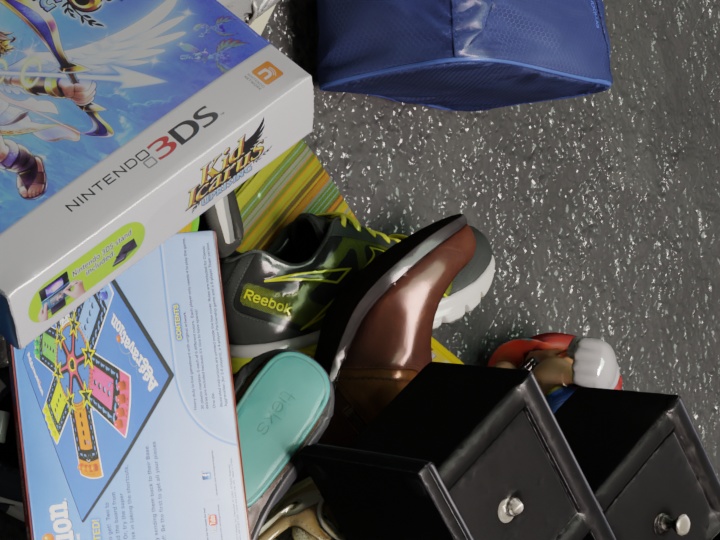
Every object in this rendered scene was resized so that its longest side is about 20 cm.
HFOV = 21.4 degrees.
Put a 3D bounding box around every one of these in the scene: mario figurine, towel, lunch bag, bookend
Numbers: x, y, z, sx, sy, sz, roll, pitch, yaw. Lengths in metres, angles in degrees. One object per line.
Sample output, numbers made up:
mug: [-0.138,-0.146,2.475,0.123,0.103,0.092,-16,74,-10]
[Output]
mario figurine: [0.113,0.096,1.198,0.106,0.123,0.200,59,6,-21]
towel: [-0.018,0.016,1.164,0.086,0.018,0.200,-51,122,-29]
lunch bag: [0.058,-0.176,1.163,0.200,0.135,0.133,3,83,-52]
bookend: [0.101,0.114,0.988,0.200,0.092,0.199,-43,118,-32]

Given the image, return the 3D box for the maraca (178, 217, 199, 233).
maraca: [-0.172,-0.056,0.954,0.200,0.107,0.137,33,56,-11]

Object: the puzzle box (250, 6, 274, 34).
puzzle box: [-0.120,-0.204,1.069,0.200,0.025,0.133,44,58,-34]

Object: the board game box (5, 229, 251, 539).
board game box: [-0.106,0.085,0.879,0.103,0.019,0.201,-5,85,-20]

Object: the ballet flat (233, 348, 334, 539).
ballet flat: [-0.083,0.124,0.947,0.200,0.073,0.073,-52,122,-26]

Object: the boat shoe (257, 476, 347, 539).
boat shoe: [-0.042,0.163,0.974,0.200,0.063,0.073,-27,102,-15]

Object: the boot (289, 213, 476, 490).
boot: [0.054,0.094,1.051,0.200,0.068,0.188,42,72,-10]

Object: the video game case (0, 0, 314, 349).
video game case: [-0.154,-0.085,0.889,0.181,0.200,0.046,-38,154,-26]

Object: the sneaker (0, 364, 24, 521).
sneaker: [-0.135,0.089,0.955,0.199,0.129,0.080,24,72,-41]

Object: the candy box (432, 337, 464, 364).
candy box: [0.002,0.115,1.113,0.102,0.026,0.200,41,53,15]

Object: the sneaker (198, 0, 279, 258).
sneaker: [-0.074,-0.113,1.039,0.115,0.075,0.201,-31,118,-24]

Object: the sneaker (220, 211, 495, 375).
sneaker: [0.000,0.000,1.114,0.200,0.074,0.085,-23,107,-37]
